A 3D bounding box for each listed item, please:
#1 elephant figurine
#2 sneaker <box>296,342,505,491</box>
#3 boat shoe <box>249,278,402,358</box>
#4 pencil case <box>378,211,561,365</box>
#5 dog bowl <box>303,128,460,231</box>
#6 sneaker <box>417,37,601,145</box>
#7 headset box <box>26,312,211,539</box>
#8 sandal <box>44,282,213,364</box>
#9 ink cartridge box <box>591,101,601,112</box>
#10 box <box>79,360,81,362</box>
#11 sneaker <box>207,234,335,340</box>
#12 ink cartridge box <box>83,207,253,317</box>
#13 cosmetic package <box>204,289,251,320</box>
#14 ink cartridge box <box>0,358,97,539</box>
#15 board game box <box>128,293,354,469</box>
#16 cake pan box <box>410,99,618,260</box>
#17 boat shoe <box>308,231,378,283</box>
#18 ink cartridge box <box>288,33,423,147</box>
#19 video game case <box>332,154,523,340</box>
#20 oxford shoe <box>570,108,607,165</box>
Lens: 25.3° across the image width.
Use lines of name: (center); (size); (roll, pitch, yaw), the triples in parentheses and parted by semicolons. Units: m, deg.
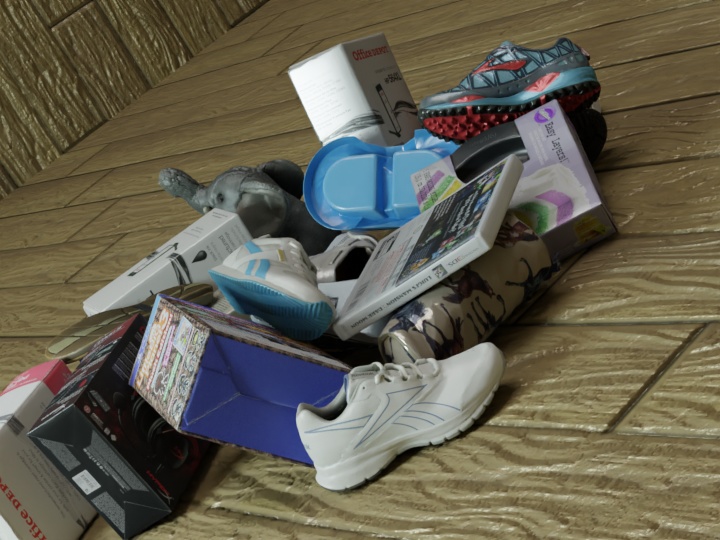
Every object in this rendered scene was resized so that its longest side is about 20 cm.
elephant figurine: (-0.122, -0.075, 1.969); (0.155, 0.200, 0.141); (-37, 19, -18)
sneaker: (0.035, 0.115, 1.407); (0.200, 0.087, 0.075); (-30, 17, 1)
boat shoe: (-0.012, 0.058, 1.667); (0.200, 0.091, 0.071); (4, 58, 18)
pencil case: (0.101, 0.037, 1.510); (0.200, 0.090, 0.078); (-43, 18, -25)
dog bowl: (0.034, -0.098, 1.839); (0.199, 0.112, 0.050); (-4, -14, 21)
sneaker: (0.156, -0.200, 1.751); (0.199, 0.079, 0.096); (-12, 61, -2)
headset box: (-0.228, 0.149, 1.628); (0.075, 0.149, 0.200); (-32, 15, 28)
sandal: (-0.248, 0.068, 1.766); (0.200, 0.054, 0.080); (-22, 18, -25)
ink cartridge box: (0.178, -0.165, 1.913); (0.200, 0.083, 0.147); (-25, 18, 20)
box: (-0.263, 0.089, 2.035); (0.143, 0.036, 0.200); (-40, 21, -24)
sneaker: (-0.077, 0.009, 1.581); (0.081, 0.077, 0.200); (-40, 30, -16)
ink cartridge box: (-0.199, 0.044, 1.871); (0.200, 0.146, 0.084); (-38, 21, -16)
cosmetic package: (-0.155, 0.082, 1.794); (0.200, 0.087, 0.103); (-35, 19, -14)
ink cartridge box: (-0.344, 0.211, 1.665); (0.083, 0.147, 0.200); (-21, 20, 31)
board game box: (-0.113, 0.104, 1.521); (0.200, 0.159, 0.097); (23, 94, 69)
cake pan box: (0.155, -0.072, 1.667); (0.184, 0.052, 0.200); (-25, 40, 12)
boat shoe: (-0.001, -0.005, 1.768); (0.086, 0.075, 0.202); (-5, 6, 25)
ink cartridge box: (0.011, -0.180, 1.961); (0.084, 0.201, 0.146); (-23, 4, 25)
video game case: (0.069, -0.024, 1.558); (0.182, 0.023, 0.200); (-33, 13, 27)
oxford shoe: (0.188, -0.118, 1.794); (0.200, 0.073, 0.084); (-35, 17, -12)
